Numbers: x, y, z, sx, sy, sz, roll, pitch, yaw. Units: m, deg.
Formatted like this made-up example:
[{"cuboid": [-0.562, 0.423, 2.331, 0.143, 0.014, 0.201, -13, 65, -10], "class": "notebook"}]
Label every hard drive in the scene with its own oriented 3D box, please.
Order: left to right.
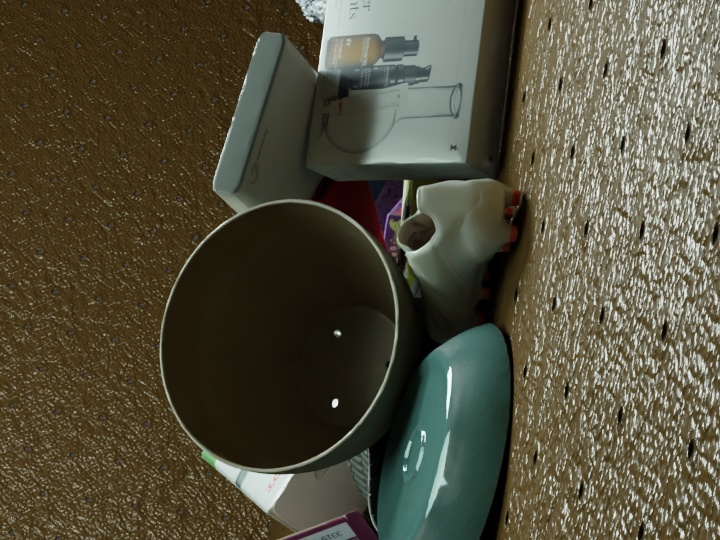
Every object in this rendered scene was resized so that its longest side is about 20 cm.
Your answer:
[{"cuboid": [-0.050, -0.086, 1.690, 0.200, 0.026, 0.133, 44, -121, -61], "class": "hard drive"}]

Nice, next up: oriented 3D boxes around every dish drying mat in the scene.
[{"cuboid": [0.000, 0.000, 1.761, 0.077, 0.018, 0.201, -54, -40, -40], "class": "dish drying mat"}]

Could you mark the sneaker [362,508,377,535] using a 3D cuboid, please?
[{"cuboid": [0.006, 0.259, 1.865, 0.201, 0.074, 0.082, -102, 27, -47], "class": "sneaker"}]

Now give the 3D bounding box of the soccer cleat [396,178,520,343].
[{"cuboid": [0.061, -0.010, 1.536, 0.200, 0.077, 0.070, 106, 171, -61], "class": "soccer cleat"}]

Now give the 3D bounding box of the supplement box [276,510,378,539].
[{"cuboid": [-0.044, 0.308, 1.707, 0.103, 0.130, 0.201, 49, 142, 35], "class": "supplement box"}]

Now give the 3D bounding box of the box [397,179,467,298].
[{"cuboid": [0.062, -0.061, 1.779, 0.075, 0.050, 0.201, 105, 172, -56], "class": "box"}]

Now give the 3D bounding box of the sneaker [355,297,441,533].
[{"cuboid": [0.031, 0.124, 1.692, 0.088, 0.075, 0.202, 94, 180, -73], "class": "sneaker"}]

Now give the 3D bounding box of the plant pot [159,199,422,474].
[{"cuboid": [-0.032, 0.062, 1.602, 0.134, 0.199, 0.202, 27, -113, -60], "class": "plant pot"}]

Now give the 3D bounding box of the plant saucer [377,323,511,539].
[{"cuboid": [0.051, 0.131, 1.471, 0.200, 0.036, 0.202, -166, 90, -78], "class": "plant saucer"}]

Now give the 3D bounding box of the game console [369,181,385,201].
[{"cuboid": [0.015, -0.078, 2.086, 0.176, 0.116, 0.201, 42, -126, -43], "class": "game console"}]

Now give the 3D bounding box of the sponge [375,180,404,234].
[{"cuboid": [0.018, -0.007, 2.038, 0.200, 0.030, 0.112, -65, -17, -59], "class": "sponge"}]

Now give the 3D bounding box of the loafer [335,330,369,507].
[{"cuboid": [0.026, 0.124, 1.756, 0.075, 0.069, 0.201, -140, 36, -58], "class": "loafer"}]

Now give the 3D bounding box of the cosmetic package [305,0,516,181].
[{"cuboid": [0.042, -0.172, 1.650, 0.052, 0.150, 0.202, 22, -108, -56], "class": "cosmetic package"}]

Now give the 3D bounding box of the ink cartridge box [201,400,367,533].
[{"cuboid": [-0.047, 0.151, 1.913, 0.147, 0.083, 0.200, -56, 23, -2], "class": "ink cartridge box"}]

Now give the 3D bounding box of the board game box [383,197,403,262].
[{"cuboid": [0.036, -0.002, 1.937, 0.200, 0.032, 0.121, -48, -29, -81], "class": "board game box"}]

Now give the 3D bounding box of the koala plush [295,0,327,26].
[{"cuboid": [0.032, -0.321, 1.968, 0.184, 0.176, 0.201, -112, 29, -57], "class": "koala plush"}]
